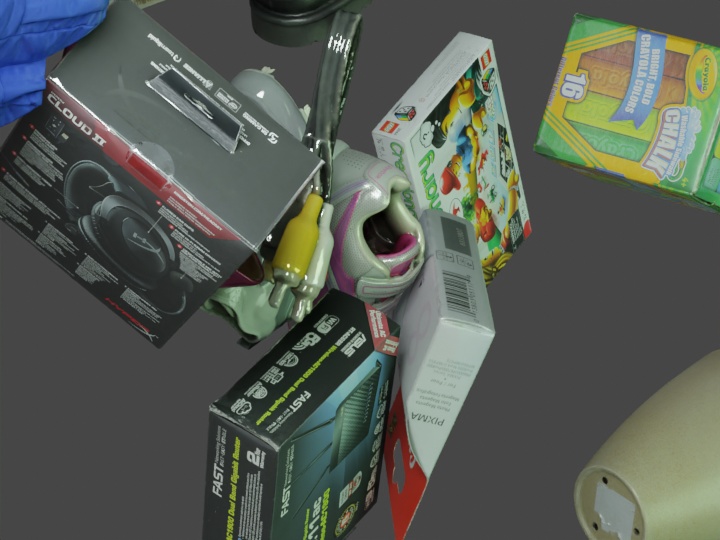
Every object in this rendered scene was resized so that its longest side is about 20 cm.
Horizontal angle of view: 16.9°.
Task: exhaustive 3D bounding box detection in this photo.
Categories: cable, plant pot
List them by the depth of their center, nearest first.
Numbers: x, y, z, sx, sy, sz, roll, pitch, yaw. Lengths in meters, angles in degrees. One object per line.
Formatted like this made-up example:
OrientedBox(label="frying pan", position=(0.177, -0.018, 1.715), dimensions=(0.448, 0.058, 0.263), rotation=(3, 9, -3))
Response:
OrientedBox(label="cable", position=(-0.020, -0.066, 1.581), dimensions=(0.097, 0.050, 0.201), rotation=(15, 95, -76))
OrientedBox(label="plant pot", position=(0.299, 0.189, 2.240), dimensions=(0.200, 0.187, 0.188), rotation=(-20, 122, -36))

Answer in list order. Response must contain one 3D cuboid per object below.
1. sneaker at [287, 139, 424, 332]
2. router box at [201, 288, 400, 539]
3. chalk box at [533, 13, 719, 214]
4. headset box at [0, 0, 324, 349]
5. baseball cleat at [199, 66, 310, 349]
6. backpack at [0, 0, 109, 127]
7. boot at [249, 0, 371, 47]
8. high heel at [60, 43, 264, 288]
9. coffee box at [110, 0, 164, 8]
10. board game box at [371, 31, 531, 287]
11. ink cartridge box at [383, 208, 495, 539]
OrientedBox(label="sneaker", position=(0.000, 0.000, 1.741), dimensions=(0.081, 0.088, 0.200), rotation=(-43, 138, -39))
OrientedBox(label="router box", position=(-0.044, 0.133, 1.718), dimensions=(0.150, 0.062, 0.200), rotation=(-44, 152, -38))
OrientedBox(label="chalk box", position=(0.267, -0.121, 1.996), dimensions=(0.124, 0.200, 0.125), rotation=(18, 89, -58))
OrientedBox(label="headset box", position=(-0.122, -0.056, 1.379), dimensions=(0.077, 0.149, 0.200), rotation=(-54, -175, -30))
OrientedBox(label="baseball cleat", position=(-0.071, -0.033, 1.633), dimensions=(0.106, 0.070, 0.200), rotation=(-45, 138, -38))
OrientedBox(label="backpack", position=(-0.227, -0.154, 1.251), dimensions=(0.200, 0.162, 0.168), rotation=(-35, 132, -57))
OrientedBox(label="boot", position=(-0.009, -0.260, 1.582), dimensions=(0.211, 0.079, 0.158), rotation=(-51, 146, -41))
OrientedBox(label="high heel", position=(-0.120, -0.070, 1.513), dimensions=(0.067, 0.096, 0.200), rotation=(-56, 145, -26))
OrientedBox(label="coffee box", position=(-0.130, -0.251, 1.367), dimensions=(0.114, 0.080, 0.200), rotation=(-20, 138, -1))
OrientedBox(label="board game box", position=(0.073, -0.067, 1.875), dimensions=(0.126, 0.035, 0.200), rotation=(-50, 142, -32))
OrientedBox(label="ink cartridge box", position=(0.037, 0.078, 1.792), dimensions=(0.163, 0.057, 0.200), rotation=(-97, -150, -60))
